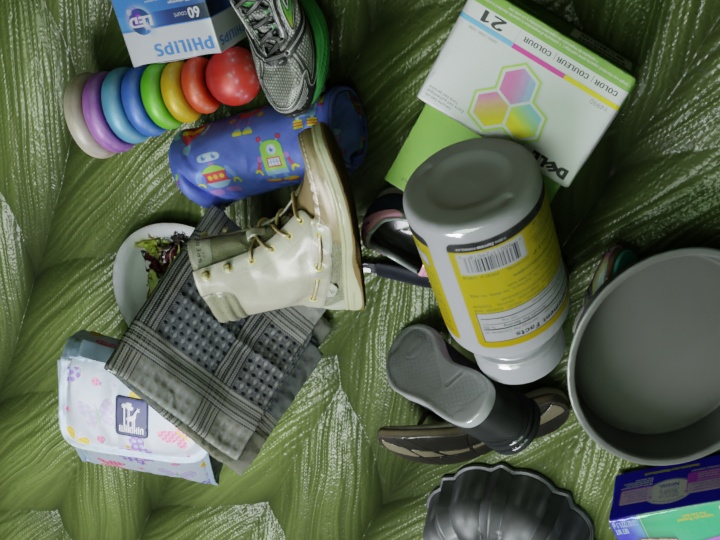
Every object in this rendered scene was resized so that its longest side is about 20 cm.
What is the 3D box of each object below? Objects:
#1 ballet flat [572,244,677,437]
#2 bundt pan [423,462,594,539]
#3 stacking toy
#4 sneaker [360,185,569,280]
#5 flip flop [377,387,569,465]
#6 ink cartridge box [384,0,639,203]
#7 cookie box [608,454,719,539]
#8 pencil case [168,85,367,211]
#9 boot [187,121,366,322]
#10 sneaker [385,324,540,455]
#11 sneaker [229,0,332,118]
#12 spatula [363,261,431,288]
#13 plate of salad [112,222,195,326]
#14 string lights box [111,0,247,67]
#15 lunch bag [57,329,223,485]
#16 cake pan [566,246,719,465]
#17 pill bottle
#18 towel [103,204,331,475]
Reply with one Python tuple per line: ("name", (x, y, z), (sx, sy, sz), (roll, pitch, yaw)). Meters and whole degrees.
("ballet flat", (0.238, 0.070, 0.937), (0.071, 0.069, 0.201), (4, 124, 51))
("bundt pan", (0.154, 0.312, 1.106), (0.200, 0.076, 0.204), (11, 122, 18))
("stacking toy", (-0.182, -0.168, 0.979), (0.198, 0.086, 0.086), (-10, 115, 21))
("sneaker", (0.091, -0.008, 0.938), (0.198, 0.082, 0.071), (21, 125, 11))
("flip flop", (0.113, 0.149, 1.039), (0.198, 0.058, 0.081), (-20, 143, 17))
("ink cartridge box", (0.116, -0.114, 0.847), (0.147, 0.076, 0.201), (31, 115, 5))
("cookie box", (0.361, 0.283, 0.995), (0.170, 0.075, 0.201), (-20, 110, 31))
("pencil case", (-0.087, -0.111, 0.960), (0.198, 0.078, 0.088), (-11, 104, 29))
("boot", (-0.079, -0.033, 0.898), (0.153, 0.073, 0.201), (-7, 134, 2))
("sneaker", (0.097, 0.118, 0.981), (0.099, 0.200, 0.071), (35, 89, -28))
("sneaker", (-0.086, -0.228, 0.869), (0.077, 0.085, 0.202), (-8, 105, 31))
("spatula", (0.000, 0.000, 1.022), (0.198, 0.021, 0.057), (5, 133, 19))
("plate of salad", (-0.192, 0.042, 1.120), (0.198, 0.048, 0.202), (12, 123, 19))
("string lights box", (-0.182, -0.292, 0.908), (0.102, 0.059, 0.202), (-2, 118, 26))
("lunch bag", (-0.228, 0.146, 1.096), (0.168, 0.128, 0.201), (11, 149, 1))
("cake pan", (0.268, 0.071, 0.881), (0.198, 0.037, 0.202), (-3, 109, -8))
("pill bottle", (0.112, 0.000, 0.839), (0.110, 0.112, 0.201), (0, 136, 24))
("towel", (-0.126, 0.072, 0.997), (0.034, 0.194, 0.200), (4, 146, 49))
